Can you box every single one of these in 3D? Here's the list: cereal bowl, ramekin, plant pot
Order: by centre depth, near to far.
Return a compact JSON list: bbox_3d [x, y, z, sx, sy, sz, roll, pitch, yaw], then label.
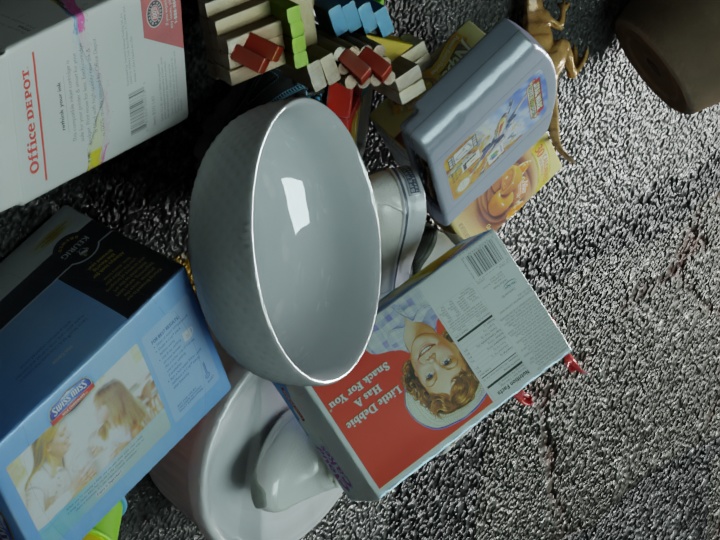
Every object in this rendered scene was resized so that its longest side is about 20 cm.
[{"bbox_3d":[-0.064,-0.018,1.514,0.200,0.083,0.202,22,65,-62],"label":"cereal bowl"},{"bbox_3d":[-0.086,0.119,1.714,0.202,0.094,0.204,-31,132,-40],"label":"ramekin"},{"bbox_3d":[0.332,-0.242,1.993,0.174,0.200,0.201,-38,140,-5],"label":"plant pot"}]

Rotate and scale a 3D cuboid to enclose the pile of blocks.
[{"bbox_3d":[-0.019,-0.164,1.534,0.199,0.062,0.083,1,110,-37],"label":"pile of blocks"}]

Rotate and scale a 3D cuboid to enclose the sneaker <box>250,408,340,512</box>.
[{"bbox_3d":[-0.003,0.131,1.681,0.200,0.080,0.071,-32,135,-37],"label":"sneaker"}]

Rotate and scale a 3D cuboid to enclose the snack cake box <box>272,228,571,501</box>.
[{"bbox_3d":[0.047,0.072,1.642,0.200,0.067,0.115,-35,95,-20],"label":"snack cake box"}]

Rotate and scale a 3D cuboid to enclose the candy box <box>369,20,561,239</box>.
[{"bbox_3d":[0.091,-0.107,1.805,0.115,0.055,0.200,-44,149,-5],"label":"candy box"}]

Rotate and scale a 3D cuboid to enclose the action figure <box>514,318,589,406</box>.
[{"bbox_3d":[0.148,0.075,1.862,0.065,0.099,0.200,-43,169,8],"label":"action figure"}]

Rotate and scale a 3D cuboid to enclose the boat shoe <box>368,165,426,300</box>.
[{"bbox_3d":[0.000,0.000,1.704,0.069,0.071,0.201,-10,143,-19],"label":"boat shoe"}]

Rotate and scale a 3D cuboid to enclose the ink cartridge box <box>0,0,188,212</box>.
[{"bbox_3d":[-0.209,-0.124,1.433,0.200,0.067,0.117,-32,133,-40],"label":"ink cartridge box"}]

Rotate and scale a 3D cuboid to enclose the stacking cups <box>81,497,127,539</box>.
[{"bbox_3d":[-0.192,0.147,1.554,0.061,0.060,0.201,62,27,-49],"label":"stacking cups"}]

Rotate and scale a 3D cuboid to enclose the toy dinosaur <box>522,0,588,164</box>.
[{"bbox_3d":[0.160,-0.172,1.870,0.106,0.060,0.201,22,58,-66],"label":"toy dinosaur"}]

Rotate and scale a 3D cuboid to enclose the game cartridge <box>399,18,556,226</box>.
[{"bbox_3d":[0.095,-0.115,1.669,0.133,0.042,0.200,-40,162,-5],"label":"game cartridge"}]

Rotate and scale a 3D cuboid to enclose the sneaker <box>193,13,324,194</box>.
[{"bbox_3d":[-0.052,-0.148,1.611,0.073,0.082,0.201,12,99,-51],"label":"sneaker"}]

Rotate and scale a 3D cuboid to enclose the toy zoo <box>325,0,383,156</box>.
[{"bbox_3d":[-0.008,-0.137,1.672,0.131,0.020,0.201,-66,165,-67],"label":"toy zoo"}]

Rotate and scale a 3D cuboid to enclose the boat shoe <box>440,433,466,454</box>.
[{"bbox_3d":[0.062,0.106,1.860,0.070,0.071,0.200,-58,152,-17],"label":"boat shoe"}]

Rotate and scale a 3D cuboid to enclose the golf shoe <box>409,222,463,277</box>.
[{"bbox_3d":[0.089,0.028,1.881,0.078,0.088,0.200,-69,156,-16],"label":"golf shoe"}]

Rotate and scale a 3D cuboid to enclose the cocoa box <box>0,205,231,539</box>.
[{"bbox_3d":[-0.211,0.081,1.495,0.200,0.131,0.134,-45,140,-26],"label":"cocoa box"}]
